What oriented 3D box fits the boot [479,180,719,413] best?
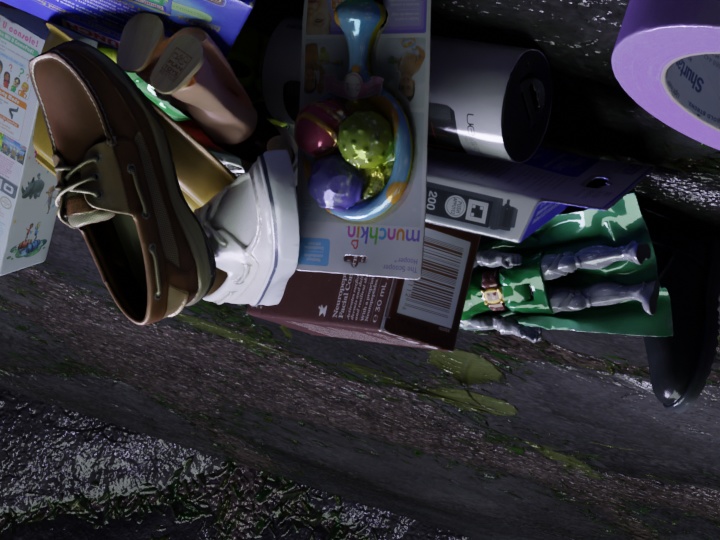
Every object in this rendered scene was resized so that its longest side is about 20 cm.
[{"bbox_3d":[0.179,0.006,1.717,0.199,0.166,0.066,24,143,-14],"label":"boot"}]

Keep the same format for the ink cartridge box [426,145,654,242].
[{"bbox_3d":[0.098,-0.063,1.603,0.199,0.044,0.198,12,-166,15],"label":"ink cartridge box"}]

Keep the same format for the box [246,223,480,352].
[{"bbox_3d":[0.000,0.000,1.691,0.075,0.101,0.200,17,173,-31],"label":"box"}]

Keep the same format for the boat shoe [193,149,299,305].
[{"bbox_3d":[-0.084,-0.024,1.544,0.069,0.071,0.200,-6,162,-11],"label":"boat shoe"}]

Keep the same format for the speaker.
[{"bbox_3d":[0.033,-0.130,1.566,0.199,0.082,0.081,12,164,29],"label":"speaker"}]

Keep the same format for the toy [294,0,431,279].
[{"bbox_3d":[-0.010,-0.098,1.495,0.115,0.202,0.047,4,180,41],"label":"toy"}]

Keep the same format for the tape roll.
[{"bbox_3d":[0.253,-0.125,1.319,0.199,0.066,0.200,19,166,5],"label":"tape roll"}]

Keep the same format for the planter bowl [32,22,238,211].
[{"bbox_3d":[-0.175,-0.083,1.604,0.200,0.084,0.200,40,176,3],"label":"planter bowl"}]

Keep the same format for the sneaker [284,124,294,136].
[{"bbox_3d":[-0.058,-0.094,1.825,0.105,0.076,0.200,26,164,-25],"label":"sneaker"}]

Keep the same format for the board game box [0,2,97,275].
[{"bbox_3d":[-0.294,-0.121,1.737,0.147,0.201,0.064,30,-151,26],"label":"board game box"}]

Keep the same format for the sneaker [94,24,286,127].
[{"bbox_3d":[-0.124,-0.154,1.707,0.199,0.074,0.084,23,166,29],"label":"sneaker"}]

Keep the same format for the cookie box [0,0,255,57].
[{"bbox_3d":[-0.156,-0.213,1.517,0.170,0.076,0.200,22,165,-8],"label":"cookie box"}]

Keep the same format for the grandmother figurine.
[{"bbox_3d":[-0.090,-0.107,1.554,0.121,0.061,0.200,42,180,32],"label":"grandmother figurine"}]

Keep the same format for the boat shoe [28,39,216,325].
[{"bbox_3d":[-0.166,-0.055,1.488,0.075,0.074,0.201,-17,106,41],"label":"boat shoe"}]

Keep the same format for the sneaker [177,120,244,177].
[{"bbox_3d":[-0.131,-0.120,1.780,0.077,0.085,0.200,33,176,-37],"label":"sneaker"}]

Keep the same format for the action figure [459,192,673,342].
[{"bbox_3d":[0.125,0.011,1.665,0.199,0.055,0.119,-7,110,27],"label":"action figure"}]
